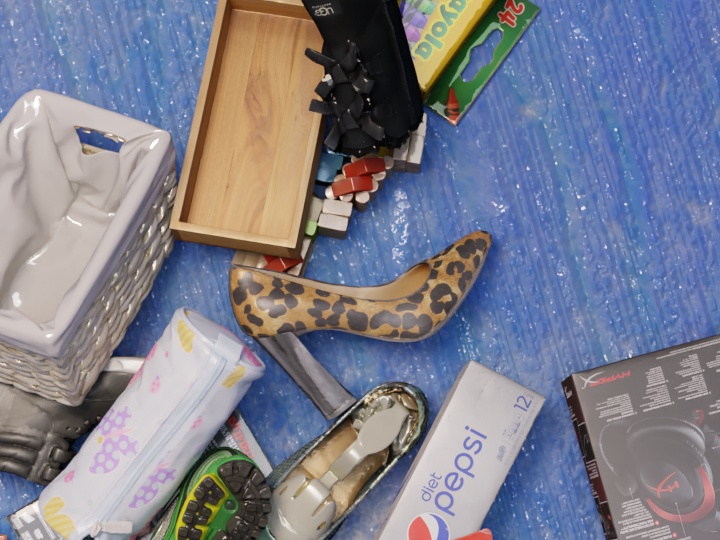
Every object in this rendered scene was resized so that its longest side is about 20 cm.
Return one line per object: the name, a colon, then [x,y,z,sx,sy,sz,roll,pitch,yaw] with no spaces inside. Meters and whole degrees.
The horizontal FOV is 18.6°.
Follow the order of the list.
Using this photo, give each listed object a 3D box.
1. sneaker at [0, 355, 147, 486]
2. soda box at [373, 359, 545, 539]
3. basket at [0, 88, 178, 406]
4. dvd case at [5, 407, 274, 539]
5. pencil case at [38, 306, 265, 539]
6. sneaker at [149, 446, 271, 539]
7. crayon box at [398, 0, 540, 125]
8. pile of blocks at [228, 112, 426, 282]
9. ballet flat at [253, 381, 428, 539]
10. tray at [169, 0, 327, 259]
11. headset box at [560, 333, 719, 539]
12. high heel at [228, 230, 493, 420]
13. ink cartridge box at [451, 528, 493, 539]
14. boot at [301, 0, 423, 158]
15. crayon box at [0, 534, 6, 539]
sneaker: [-0.215,0.116,1.704,0.200,0.071,0.099,-3,86,2]
soda box: [0.067,0.173,1.701,0.068,0.063,0.200,27,83,1]
basket: [-0.230,-0.014,1.656,0.135,0.123,0.200,18,62,17]
dvd case: [-0.155,0.202,1.714,0.200,0.022,0.146,-32,84,-4]
pencil case: [-0.156,0.124,1.636,0.083,0.091,0.200,37,95,2]
sneaker: [-0.132,0.225,1.669,0.078,0.085,0.200,32,97,-15]
crayon box: [0.032,-0.226,1.763,0.200,0.051,0.127,35,83,3]
pile of blocks: [-0.026,-0.065,1.733,0.082,0.062,0.200,44,83,5]
ballet flat: [-0.023,0.157,1.686,0.074,0.074,0.200,40,75,4]
tray: [-0.077,-0.115,1.697,0.098,0.037,0.200,9,74,8]
headset box: [0.255,0.160,1.701,0.148,0.075,0.200,-16,83,-3]
high heel: [0.000,0.000,1.700,0.200,0.071,0.143,-43,103,-12]
ink cartridge box: [0.033,0.296,1.617,0.200,0.050,0.163,-16,89,-15]
boot: [0.016,-0.191,1.678,0.073,0.198,0.163,-2,118,30]
crayon box: [-0.349,0.292,1.675,0.127,0.051,0.200,7,81,0]
